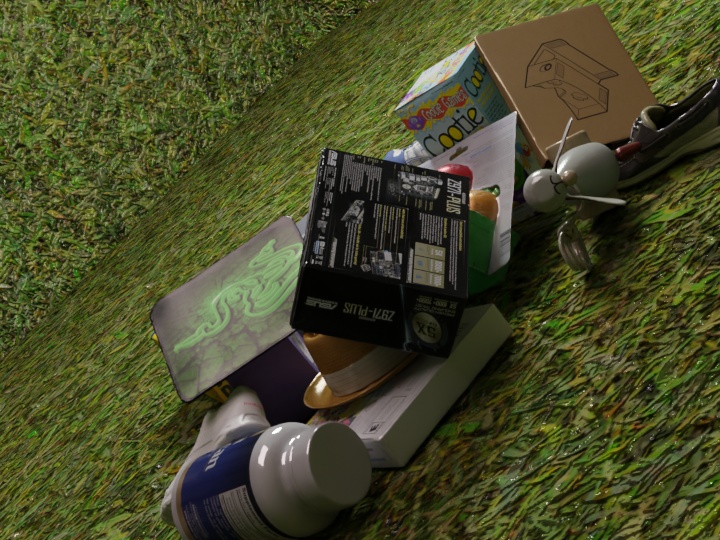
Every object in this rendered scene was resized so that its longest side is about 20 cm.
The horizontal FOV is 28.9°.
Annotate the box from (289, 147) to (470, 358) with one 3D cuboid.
[{"bbox_3d":[0.023,-0.021,1.415,0.200,0.163,0.086,-85,7,-50],"label":"box"}]

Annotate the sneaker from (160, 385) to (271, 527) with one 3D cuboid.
[{"bbox_3d":[-0.155,0.205,1.527,0.200,0.078,0.099,-50,29,30],"label":"sneaker"}]

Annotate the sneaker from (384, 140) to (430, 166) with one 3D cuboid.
[{"bbox_3d":[0.104,-0.161,1.941,0.075,0.088,0.200,-13,18,-35],"label":"sneaker"}]

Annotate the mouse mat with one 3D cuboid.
[{"bbox_3d":[-0.134,0.040,1.523,0.200,0.008,0.161,-34,46,4],"label":"mouse mat"}]

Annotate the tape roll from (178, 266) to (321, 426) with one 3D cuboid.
[{"bbox_3d":[-0.118,0.090,1.619,0.085,0.200,0.200,-38,15,0],"label":"tape roll"}]

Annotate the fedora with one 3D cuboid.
[{"bbox_3d":[0.003,0.059,1.473,0.200,0.082,0.201,-35,15,11],"label":"fedora"}]

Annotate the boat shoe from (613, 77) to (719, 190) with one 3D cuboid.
[{"bbox_3d":[0.328,-0.151,1.512,0.201,0.066,0.072,-26,22,42],"label":"boat shoe"}]

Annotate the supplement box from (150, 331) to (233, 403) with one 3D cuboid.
[{"bbox_3d":[-0.202,0.104,1.954,0.109,0.110,0.200,-43,15,-13],"label":"supplement box"}]

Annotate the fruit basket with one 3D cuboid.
[{"bbox_3d":[0.116,-0.062,1.601,0.185,0.094,0.200,-28,42,44],"label":"fruit basket"}]

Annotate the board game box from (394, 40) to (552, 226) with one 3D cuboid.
[{"bbox_3d":[0.153,-0.162,1.699,0.103,0.200,0.105,-26,19,40],"label":"board game box"}]

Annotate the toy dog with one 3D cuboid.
[{"bbox_3d":[0.239,-0.100,1.453,0.096,0.132,0.200,-30,18,24],"label":"toy dog"}]

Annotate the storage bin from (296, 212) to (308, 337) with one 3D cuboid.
[{"bbox_3d":[-0.057,0.010,1.834,0.200,0.134,0.145,-44,16,-19],"label":"storage bin"}]

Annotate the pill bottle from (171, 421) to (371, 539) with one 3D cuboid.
[{"bbox_3d":[-0.085,0.212,1.365,0.200,0.111,0.111,-26,20,41],"label":"pill bottle"}]

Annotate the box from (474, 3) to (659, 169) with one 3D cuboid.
[{"bbox_3d":[0.244,-0.216,1.618,0.163,0.200,0.021,-16,-30,-13],"label":"box"}]

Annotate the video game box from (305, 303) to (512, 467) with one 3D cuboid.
[{"bbox_3d":[0.040,0.123,1.449,0.200,0.047,0.182,-47,19,-28],"label":"video game box"}]
